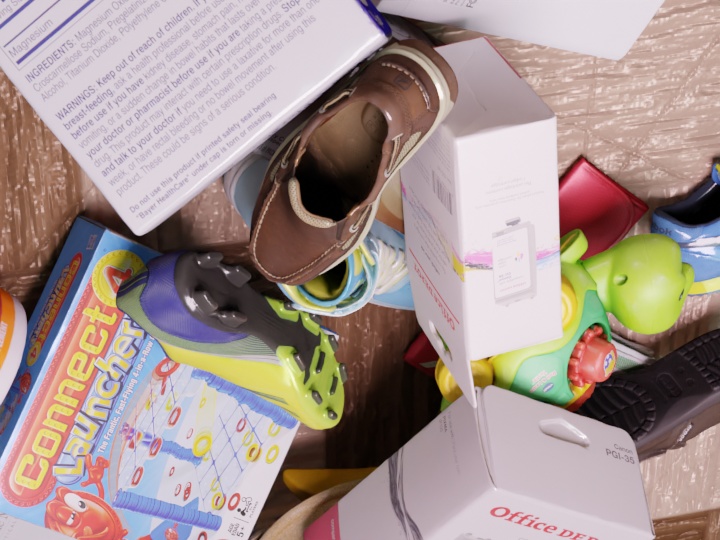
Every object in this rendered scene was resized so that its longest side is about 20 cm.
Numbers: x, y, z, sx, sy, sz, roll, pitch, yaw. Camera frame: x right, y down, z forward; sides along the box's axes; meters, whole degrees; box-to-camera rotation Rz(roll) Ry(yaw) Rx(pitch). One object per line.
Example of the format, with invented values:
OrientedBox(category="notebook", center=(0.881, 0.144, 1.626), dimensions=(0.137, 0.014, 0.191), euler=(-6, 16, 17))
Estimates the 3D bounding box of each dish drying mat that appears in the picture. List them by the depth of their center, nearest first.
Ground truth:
OrientedBox(category="dish drying mat", center=(0.121, 0.009, 1.348), dimensions=(0.077, 0.018, 0.200), euler=(32, 110, -31))

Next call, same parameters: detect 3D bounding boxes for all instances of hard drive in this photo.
OrientedBox(category="hard drive", center=(0.118, -0.202, 1.160), dimensions=(0.199, 0.027, 0.132), euler=(7, 134, -32))

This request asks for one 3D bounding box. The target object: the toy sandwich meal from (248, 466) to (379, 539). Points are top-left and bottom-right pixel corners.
OrientedBox(category="toy sandwich meal", center=(0.006, 0.204, 1.375), dimensions=(0.204, 0.070, 0.206), euler=(-9, 132, -11))

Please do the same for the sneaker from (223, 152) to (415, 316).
OrientedBox(category="sneaker", center=(0.000, 0.000, 1.233), dimensions=(0.200, 0.131, 0.080), euler=(28, 110, -31))

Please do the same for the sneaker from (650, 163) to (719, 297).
OrientedBox(category="sneaker", center=(0.305, -0.053, 1.334), dimensions=(0.199, 0.066, 0.079), euler=(-23, 124, -1))

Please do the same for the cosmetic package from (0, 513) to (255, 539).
OrientedBox(category="cosmetic package", center=(-0.188, 0.184, 1.339), dimensions=(0.199, 0.074, 0.102), euler=(16, 117, -28))

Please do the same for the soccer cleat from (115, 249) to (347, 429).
OrientedBox(category="soccer cleat", center=(-0.081, 0.048, 1.214), dimensions=(0.083, 0.065, 0.200), euler=(-14, 143, 30))

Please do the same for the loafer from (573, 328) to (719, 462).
OrientedBox(category="loafer", center=(0.216, 0.116, 1.378), dimensions=(0.199, 0.073, 0.071), euler=(-22, 135, -3))

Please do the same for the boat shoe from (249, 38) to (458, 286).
OrientedBox(category="boat shoe", center=(-0.023, -0.053, 1.072), dimensions=(0.075, 0.075, 0.202), euler=(39, 133, 5))

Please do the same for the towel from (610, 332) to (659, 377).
OrientedBox(category="towel", center=(0.125, 0.116, 1.411), dimensions=(0.149, 0.031, 0.200), euler=(26, 116, -37))

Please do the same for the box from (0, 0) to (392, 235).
OrientedBox(category="box", center=(-0.113, -0.157, 1.054), dimensions=(0.184, 0.105, 0.200), euler=(-37, 95, 10))

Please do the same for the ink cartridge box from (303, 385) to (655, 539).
OrientedBox(category="ink cartridge box", center=(0.077, 0.177, 1.243), dimensions=(0.146, 0.083, 0.200), euler=(20, 134, -31))

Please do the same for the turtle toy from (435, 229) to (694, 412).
OrientedBox(category="turtle toy", center=(0.135, 0.039, 1.263), dimensions=(0.200, 0.146, 0.101), euler=(-41, 101, 12))

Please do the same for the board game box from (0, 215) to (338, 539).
OrientedBox(category="board game box", center=(-0.142, 0.093, 1.251), dimensions=(0.195, 0.056, 0.201), euler=(25, 88, -31))

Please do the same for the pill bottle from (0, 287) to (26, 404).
OrientedBox(category="pill bottle", center=(-0.321, 0.025, 1.160), dimensions=(0.200, 0.113, 0.113), euler=(31, 110, -32))

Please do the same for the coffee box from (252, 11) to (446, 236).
OrientedBox(category="coffee box", center=(0.011, -0.105, 1.194), dimensions=(0.200, 0.080, 0.114), euler=(28, 109, -31))

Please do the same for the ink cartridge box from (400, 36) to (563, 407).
OrientedBox(category="ink cartridge box", center=(0.074, -0.028, 1.143), dimensions=(0.067, 0.117, 0.201), euler=(-13, 125, -12))
